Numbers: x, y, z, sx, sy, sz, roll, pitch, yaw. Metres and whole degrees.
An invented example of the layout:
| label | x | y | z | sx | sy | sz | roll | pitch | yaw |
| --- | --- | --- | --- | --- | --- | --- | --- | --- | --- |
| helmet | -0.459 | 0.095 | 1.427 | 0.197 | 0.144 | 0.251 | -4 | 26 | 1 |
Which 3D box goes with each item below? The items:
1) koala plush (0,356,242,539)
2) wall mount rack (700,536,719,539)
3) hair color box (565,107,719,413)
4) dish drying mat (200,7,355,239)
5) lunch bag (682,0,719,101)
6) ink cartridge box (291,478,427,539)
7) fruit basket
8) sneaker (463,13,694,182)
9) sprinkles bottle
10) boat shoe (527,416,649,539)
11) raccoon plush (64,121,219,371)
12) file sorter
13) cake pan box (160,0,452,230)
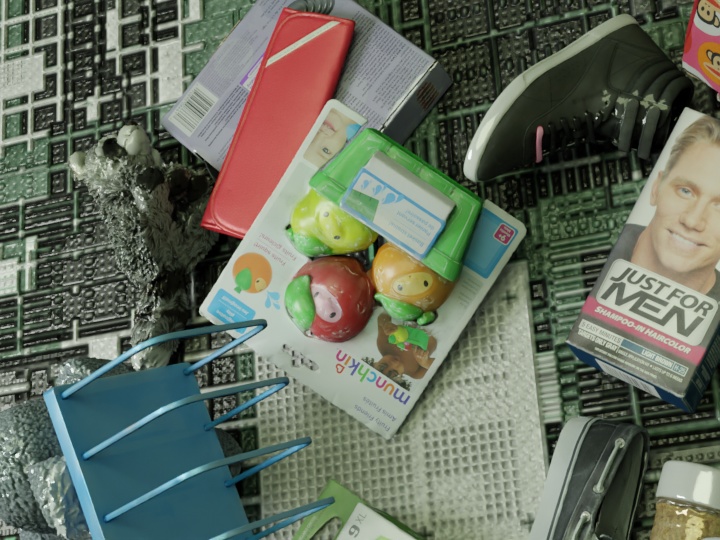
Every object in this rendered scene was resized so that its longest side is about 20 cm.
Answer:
| label | x | y | z | sx | sy | sz | roll | pitch | yaw |
| --- | --- | --- | --- | --- | --- | --- | --- | --- | --- |
| koala plush | -0.226 | 0.161 | 1.107 | 0.177 | 0.200 | 0.185 | 28 | 85 | 26 |
| wall mount rack | 0.229 | 0.282 | 0.908 | 0.173 | 0.074 | 0.201 | -31 | 81 | 29 |
| hair color box | 0.243 | -0.009 | 1.057 | 0.099 | 0.061 | 0.201 | 25 | 83 | 26 |
| dish drying mat | -0.068 | -0.121 | 1.184 | 0.076 | 0.018 | 0.202 | 16 | 80 | 24 |
| lunch bag | 0.316 | -0.212 | 1.031 | 0.082 | 0.177 | 0.200 | 40 | 68 | 19 |
| ink cartridge box | 0.017 | 0.243 | 1.063 | 0.199 | 0.059 | 0.104 | 30 | 86 | 27 |
| fruit basket | 0.000 | 0.000 | 1.107 | 0.185 | 0.094 | 0.201 | 34 | 92 | 2 |
| sneaker | 0.174 | -0.114 | 1.086 | 0.200 | 0.071 | 0.099 | -37 | 61 | -21 |
| sprinkles bottle | 0.219 | 0.235 | 0.982 | 0.068 | 0.068 | 0.202 | 11 | 78 | 24 |
| boat shoe | 0.162 | 0.202 | 1.009 | 0.067 | 0.072 | 0.201 | 1 | 65 | 41 |
| raccoon plush | -0.206 | -0.026 | 1.223 | 0.133 | 0.097 | 0.202 | 13 | 81 | 40 |
| file sorter | -0.107 | 0.148 | 1.014 | 0.122 | 0.138 | 0.201 | -31 | 76 | 36 |
| cake pan box | -0.051 | -0.141 | 1.221 | 0.184 | 0.052 | 0.200 | 38 | 89 | 29 |
